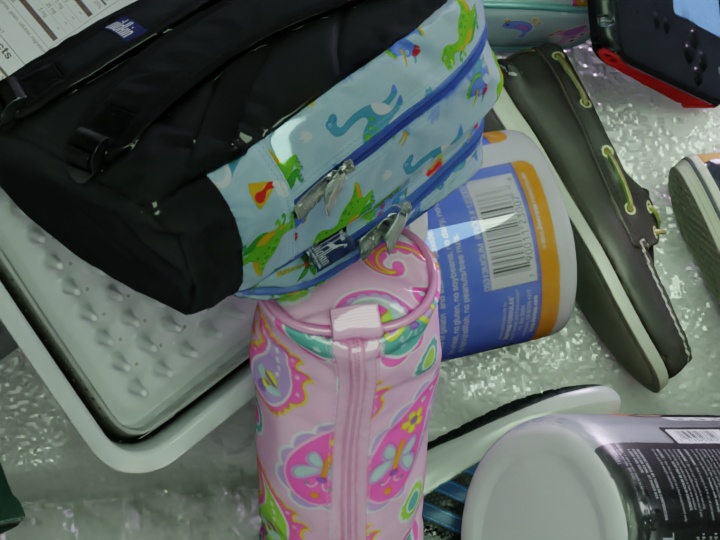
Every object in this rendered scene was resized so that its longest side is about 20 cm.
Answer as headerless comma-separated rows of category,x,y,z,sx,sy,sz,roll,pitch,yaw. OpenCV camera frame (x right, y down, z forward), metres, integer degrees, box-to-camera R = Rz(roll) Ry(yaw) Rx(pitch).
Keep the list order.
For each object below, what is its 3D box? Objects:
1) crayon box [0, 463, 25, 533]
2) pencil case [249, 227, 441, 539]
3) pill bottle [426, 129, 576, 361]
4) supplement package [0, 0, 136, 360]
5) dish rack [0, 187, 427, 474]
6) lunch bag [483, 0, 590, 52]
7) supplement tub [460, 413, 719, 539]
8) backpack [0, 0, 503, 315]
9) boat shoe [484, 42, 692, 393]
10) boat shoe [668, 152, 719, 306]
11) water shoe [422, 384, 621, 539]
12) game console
crayon box,-0.259,0.095,0.949,0.200,0.051,0.127,-28,80,22
pencil case,-0.007,0.070,0.969,0.087,0.200,0.088,1,42,-1
pill bottle,0.000,0.000,1.097,0.199,0.112,0.112,-13,76,-13
supplement package,-0.179,-0.061,1.060,0.200,0.152,0.151,-39,84,-19
dish rack,-0.081,-0.025,0.980,0.200,0.044,0.172,-39,113,-19
lunch bag,0.061,-0.223,1.195,0.160,0.077,0.201,-2,73,-10
supplement tub,0.158,0.132,1.051,0.200,0.122,0.123,4,70,-39
backpack,-0.035,-0.070,0.895,0.200,0.163,0.154,-47,131,-17
boat shoe,0.128,-0.032,1.151,0.060,0.072,0.202,-26,77,-13
boat shoe,0.232,0.021,1.155,0.062,0.075,0.200,-19,72,-9
water shoe,0.051,0.125,1.097,0.200,0.072,0.079,-26,89,-8
game console,0.157,-0.194,1.156,0.031,0.177,0.201,-9,80,24
